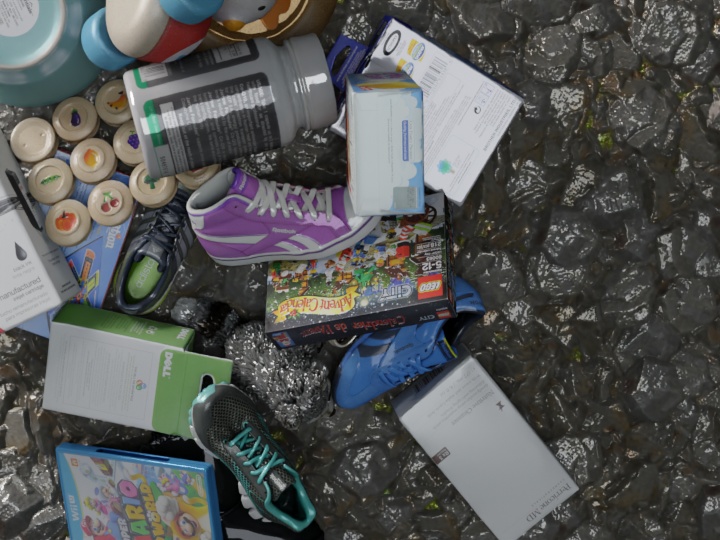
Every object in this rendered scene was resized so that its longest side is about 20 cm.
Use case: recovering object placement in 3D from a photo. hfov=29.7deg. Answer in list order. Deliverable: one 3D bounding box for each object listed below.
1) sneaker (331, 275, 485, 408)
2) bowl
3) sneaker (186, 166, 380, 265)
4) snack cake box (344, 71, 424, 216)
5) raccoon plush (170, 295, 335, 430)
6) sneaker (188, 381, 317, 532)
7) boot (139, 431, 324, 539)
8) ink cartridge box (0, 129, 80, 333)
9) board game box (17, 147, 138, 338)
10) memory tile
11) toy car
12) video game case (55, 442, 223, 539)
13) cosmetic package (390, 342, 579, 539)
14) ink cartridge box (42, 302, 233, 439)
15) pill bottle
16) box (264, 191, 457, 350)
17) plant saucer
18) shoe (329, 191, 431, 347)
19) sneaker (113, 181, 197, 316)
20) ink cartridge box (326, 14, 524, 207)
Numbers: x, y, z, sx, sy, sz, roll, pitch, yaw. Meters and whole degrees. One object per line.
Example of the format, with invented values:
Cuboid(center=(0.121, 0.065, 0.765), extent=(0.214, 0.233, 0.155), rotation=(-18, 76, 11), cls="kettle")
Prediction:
Cuboid(center=(0.052, 0.089, 1.486), extent=(0.200, 0.079, 0.066), rotation=(-44, 141, 4), cls="sneaker")
Cuboid(center=(-0.350, -0.263, 1.385), extent=(0.199, 0.105, 0.202), rotation=(-1, 102, -4), cls="bowl")
Cuboid(center=(-0.082, -0.066, 1.404), extent=(0.199, 0.073, 0.115), rotation=(-13, 142, 8), cls="sneaker")
Cuboid(center=(0.021, -0.126, 1.313), extent=(0.067, 0.200, 0.116), rotation=(-3, 103, -2), cls="snack cake box")
Cuboid(center=(-0.118, 0.106, 1.455), extent=(0.199, 0.134, 0.097), rotation=(16, 100, -7), cls="raccoon plush")
Cuboid(center=(-0.104, 0.197, 1.415), extent=(0.078, 0.091, 0.200), rotation=(-44, 125, -18), cls="sneaker")
Cuboid(center=(-0.143, 0.244, 1.517), extent=(0.197, 0.073, 0.164), rotation=(-5, 95, -5), cls="boot")
Cuboid(center=(-0.408, -0.031, 1.422), extent=(0.144, 0.084, 0.201), rotation=(-25, 96, 6), cls="ink cartridge box")
Cuboid(center=(-0.314, -0.022, 1.476), extent=(0.102, 0.019, 0.201), rotation=(20, 99, -6), cls="board game box")
Cuboid(center=(-0.259, -0.125, 1.431), extent=(0.199, 0.017, 0.154), rotation=(-24, 76, 0), cls="memory tile")
Cuboid(center=(-0.145, -0.279, 1.343), extent=(0.199, 0.184, 0.178), rotation=(10, 74, -36), cls="toy car")
Cuboid(center=(-0.240, 0.266, 1.480), extent=(0.199, 0.018, 0.144), rotation=(4, 110, 27), cls="video game case")
Cuboid(center=(0.138, 0.195, 1.519), extent=(0.113, 0.081, 0.200), rotation=(-41, 100, 2), cls="cosmetic package")
Cuboid(center=(-0.234, 0.110, 1.455), extent=(0.199, 0.059, 0.104), rotation=(11, 110, 2), cls="ink cartridge box")
Cuboid(center=(-0.130, -0.170, 1.368), extent=(0.199, 0.113, 0.114), rotation=(-15, 102, -6), cls="pill bottle")
Cuboid(center=(0.000, 0.000, 1.423), extent=(0.199, 0.137, 0.038), rotation=(-11, 143, 16), cls="box")
Cuboid(center=(-0.119, -0.311, 1.428), extent=(0.199, 0.035, 0.202), rotation=(-1, 100, -4), cls="plant saucer")
Cuboid(center=(0.026, 0.003, 1.488), extent=(0.070, 0.053, 0.200), rotation=(35, 96, -10), cls="shoe")
Cuboid(center=(-0.207, -0.036, 1.450), extent=(0.074, 0.081, 0.201), rotation=(22, 98, -8), cls="sneaker")
Cuboid(center=(0.054, -0.180, 1.444), extent=(0.199, 0.076, 0.137), rotation=(29, 99, -11), cls="ink cartridge box")
